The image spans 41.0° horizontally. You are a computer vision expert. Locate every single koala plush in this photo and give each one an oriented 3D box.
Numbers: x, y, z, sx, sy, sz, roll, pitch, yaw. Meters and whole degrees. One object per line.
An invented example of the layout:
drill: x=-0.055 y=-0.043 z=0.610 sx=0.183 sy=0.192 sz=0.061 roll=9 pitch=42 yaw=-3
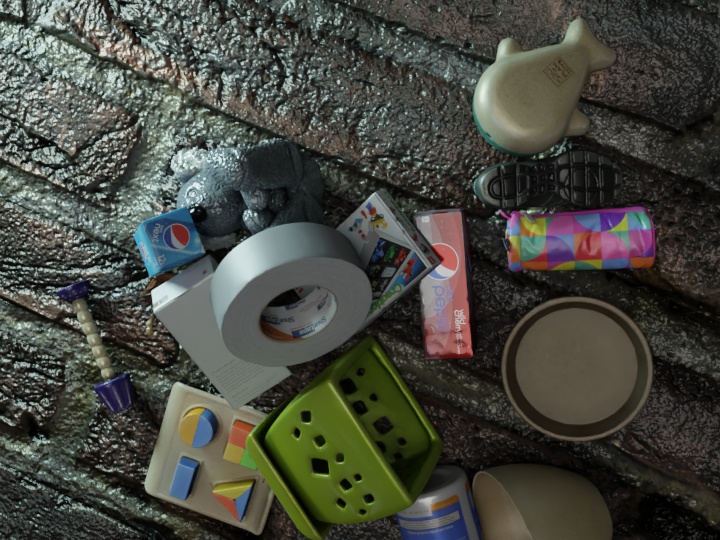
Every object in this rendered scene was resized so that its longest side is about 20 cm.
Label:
koala plush: x=-0.170 y=-0.094 z=1.323 sx=0.200 sy=0.184 sz=0.178 roll=-5 pitch=111 yaw=33

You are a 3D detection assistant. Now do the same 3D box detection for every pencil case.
pencil case: x=0.283 y=-0.041 z=1.258 sx=0.200 sy=0.088 sz=0.088 roll=-1 pitch=98 yaw=10

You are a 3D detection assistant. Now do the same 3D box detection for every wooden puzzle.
wooden puzzle: x=-0.216 y=0.283 z=1.430 sx=0.200 sy=0.046 sz=0.185 roll=20 pitch=102 yaw=8

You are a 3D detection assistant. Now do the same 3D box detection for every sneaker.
sneaker: x=0.243 y=-0.119 z=1.264 sx=0.200 sy=0.079 sz=0.075 roll=-2 pitch=93 yaw=-8

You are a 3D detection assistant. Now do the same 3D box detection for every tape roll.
tape roll: x=-0.088 y=0.034 z=1.230 sx=0.200 sy=0.200 sz=0.066 roll=-39 pitch=48 yaw=14

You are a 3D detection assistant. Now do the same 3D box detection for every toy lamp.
toy lamp: x=-0.392 y=0.115 z=1.437 sx=0.058 sy=0.058 sz=0.200 roll=-21 pitch=91 yaw=14

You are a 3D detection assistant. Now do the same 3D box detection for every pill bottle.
pill bottle: x=0.118 y=0.384 z=1.341 sx=0.112 sy=0.112 sz=0.200 roll=-13 pitch=97 yaw=13

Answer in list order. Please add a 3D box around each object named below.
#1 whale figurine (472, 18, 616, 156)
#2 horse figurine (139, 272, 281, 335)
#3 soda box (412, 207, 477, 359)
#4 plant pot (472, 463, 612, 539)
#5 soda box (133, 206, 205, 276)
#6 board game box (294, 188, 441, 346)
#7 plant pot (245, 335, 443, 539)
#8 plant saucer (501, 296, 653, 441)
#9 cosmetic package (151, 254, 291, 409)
whale figurine: x=0.234 y=-0.233 z=1.244 sx=0.200 sy=0.104 sz=0.159 roll=-44 pitch=87 yaw=-10
horse figurine: x=-0.230 y=0.057 z=1.397 sx=0.200 sy=0.050 sz=0.133 roll=26 pitch=110 yaw=4
soda box: x=0.117 y=0.017 z=1.311 sx=0.070 sy=0.063 sz=0.200 roll=-3 pitch=98 yaw=13
plant pot: x=0.254 y=0.340 z=1.283 sx=0.134 sy=0.200 sz=0.200 roll=-18 pitch=95 yaw=-15
soda box: x=-0.263 y=-0.036 z=1.310 sx=0.064 sy=0.200 sz=0.068 roll=-22 pitch=93 yaw=-17
board game box: x=0.000 y=0.000 z=1.311 sx=0.200 sy=0.035 sz=0.126 roll=-41 pitch=80 yaw=32
plant pot: x=-0.027 y=0.235 z=1.312 sx=0.181 sy=0.199 sz=0.200 roll=-34 pitch=92 yaw=21
plant saucer: x=0.292 y=0.131 z=1.302 sx=0.200 sy=0.029 sz=0.200 roll=2 pitch=100 yaw=11
cosmetic package: x=-0.191 y=0.087 z=1.333 sx=0.102 sy=0.074 sz=0.200 roll=-32 pitch=117 yaw=0
